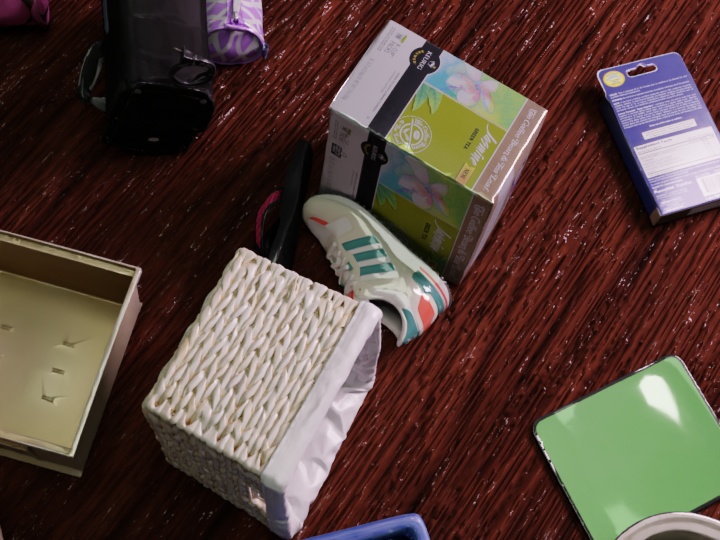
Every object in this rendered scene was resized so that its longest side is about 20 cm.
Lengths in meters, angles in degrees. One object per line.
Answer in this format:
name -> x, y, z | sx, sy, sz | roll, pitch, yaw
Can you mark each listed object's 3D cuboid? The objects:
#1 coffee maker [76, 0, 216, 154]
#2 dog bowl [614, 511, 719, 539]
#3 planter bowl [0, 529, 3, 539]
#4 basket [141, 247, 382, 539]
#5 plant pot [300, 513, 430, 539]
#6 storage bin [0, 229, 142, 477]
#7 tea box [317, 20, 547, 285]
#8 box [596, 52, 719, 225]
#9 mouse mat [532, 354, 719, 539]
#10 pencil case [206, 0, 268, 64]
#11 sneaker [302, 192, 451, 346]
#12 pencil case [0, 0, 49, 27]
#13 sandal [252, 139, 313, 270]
coffee maker -> -0.218, -0.260, 1.255 | 0.134, 0.190, 0.204 | 18, 57, -46
dog bowl -> 0.313, 0.345, 1.103 | 0.196, 0.074, 0.204 | 2, 66, -4
planter bowl -> -0.426, 0.237, 1.027 | 0.197, 0.203, 0.136 | -14, 41, -12
basket -> -0.091, 0.123, 1.096 | 0.159, 0.199, 0.202 | 24, 66, 10
plant pot -> -0.017, 0.352, 1.008 | 0.196, 0.180, 0.203 | -13, 68, -10
storage bin -> -0.343, 0.079, 1.142 | 0.195, 0.094, 0.203 | 15, 66, 1
tea box -> 0.071, -0.120, 1.213 | 0.195, 0.201, 0.135 | 29, 66, 8
box -> 0.368, -0.161, 1.353 | 0.119, 0.033, 0.203 | -14, 70, -12
mouse mat -> 0.299, 0.194, 1.204 | 0.197, 0.008, 0.163 | -23, 70, -14
pencil case -> -0.159, -0.345, 1.352 | 0.082, 0.086, 0.204 | -4, 66, -6
sneaker -> 0.000, 0.000, 1.223 | 0.199, 0.071, 0.093 | 39, 62, 9
pencil case -> -0.465, -0.325, 1.308 | 0.196, 0.094, 0.092 | -4, 66, -8
sandal -> -0.091, -0.056, 1.244 | 0.044, 0.076, 0.203 | 7, 58, 5
